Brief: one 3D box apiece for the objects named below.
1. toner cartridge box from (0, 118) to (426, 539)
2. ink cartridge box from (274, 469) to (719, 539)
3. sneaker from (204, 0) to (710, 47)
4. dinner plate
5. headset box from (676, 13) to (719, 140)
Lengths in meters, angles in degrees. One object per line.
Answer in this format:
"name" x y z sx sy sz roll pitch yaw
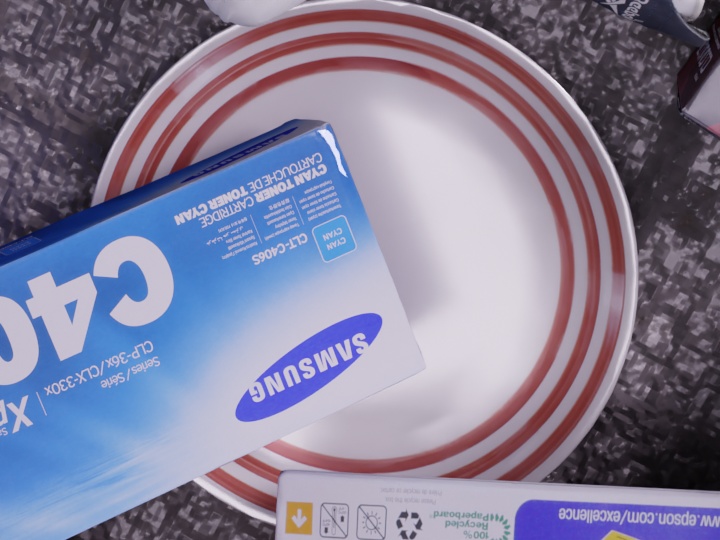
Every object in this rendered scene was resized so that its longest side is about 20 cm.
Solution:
"toner cartridge box" -0.086 0.030 0.903 0.200 0.043 0.095 -25 102 -15
"ink cartridge box" 0.055 0.170 0.889 0.198 0.043 0.201 0 83 31
"sneaker" 0.055 -0.112 0.895 0.199 0.079 0.130 -36 93 -3
"dinner plate" 0.000 0.000 0.962 0.200 0.024 0.201 1 104 5
"headset box" 0.210 -0.083 0.893 0.149 0.077 0.200 32 106 -2
